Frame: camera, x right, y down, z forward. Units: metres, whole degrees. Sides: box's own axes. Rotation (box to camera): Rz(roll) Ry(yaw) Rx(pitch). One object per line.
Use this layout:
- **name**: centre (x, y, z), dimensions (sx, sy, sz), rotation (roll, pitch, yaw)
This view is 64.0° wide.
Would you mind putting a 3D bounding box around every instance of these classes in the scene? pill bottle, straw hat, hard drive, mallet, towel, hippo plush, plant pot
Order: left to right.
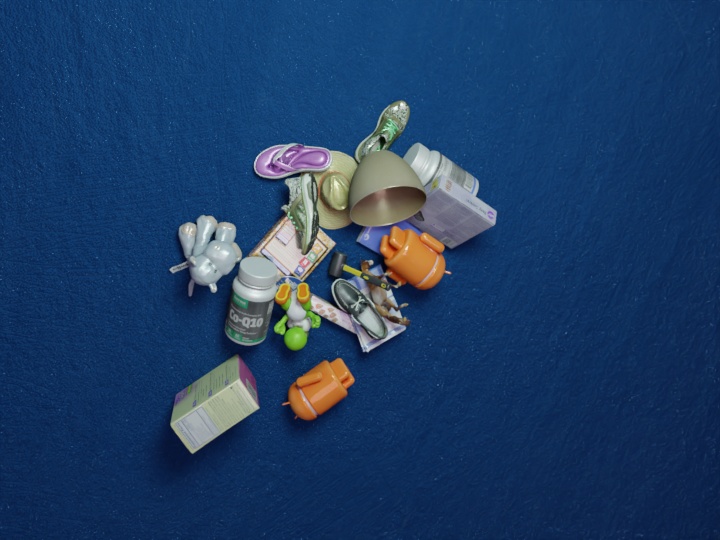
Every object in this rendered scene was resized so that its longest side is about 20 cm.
- **hippo plush**: centre (-0.381, -0.038, 1.392), dimensions (0.198, 0.161, 0.161), rotation (-35, 109, -5)
- **pill bottle**: centre (-0.272, 0.076, 1.443), dimensions (0.111, 0.114, 0.203), rotation (8, 119, -16)
- **straw hat**: centre (-0.062, -0.202, 1.480), dimensions (0.196, 0.085, 0.206), rotation (-3, 103, -14)
- **mallet**: centre (0.000, 0.000, 1.502), dimensions (0.041, 0.197, 0.067), rotation (5, 98, -56)
- **towel**: centre (0.035, 0.103, 1.578), dimensions (0.145, 0.024, 0.204), rotation (-25, 98, -21)
- **plant pot**: centre (0.055, -0.216, 1.433), dimensions (0.196, 0.201, 0.137), rotation (-8, 70, -13)
- **hard drive**: centre (0.104, -0.092, 1.580), dimensions (0.198, 0.025, 0.134), rotation (28, 94, -19)
- **pill bottle**: centre (0.206, -0.244, 1.527), dimensions (0.198, 0.114, 0.115), rotation (30, 94, -18)

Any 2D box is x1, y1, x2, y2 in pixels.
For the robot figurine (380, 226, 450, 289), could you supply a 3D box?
- **robot figurine**: centre (0.141, -0.028, 1.524), dimensions (0.199, 0.116, 0.145), rotation (35, 87, -18)

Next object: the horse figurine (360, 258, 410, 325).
- **horse figurine**: centre (0.065, 0.067, 1.529), dimensions (0.050, 0.131, 0.203), rotation (-35, 113, -34)

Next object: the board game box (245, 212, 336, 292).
- **board game box**: centre (-0.184, -0.048, 1.503), dimensions (0.151, 0.046, 0.200), rotation (43, 89, -19)

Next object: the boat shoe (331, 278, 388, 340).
- **boat shoe**: centre (0.003, 0.101, 1.520), dimensions (0.200, 0.060, 0.076), rotation (46, 73, -15)

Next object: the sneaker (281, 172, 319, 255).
- **sneaker**: centre (-0.153, -0.141, 1.438), dimensions (0.087, 0.077, 0.205), rotation (2, 99, 12)

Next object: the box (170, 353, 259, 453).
- **box**: centre (-0.369, 0.334, 1.470), dimensions (0.198, 0.176, 0.098), rotation (-33, 108, -6)

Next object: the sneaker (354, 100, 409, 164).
- **sneaker**: centre (0.067, -0.348, 1.480), dimensions (0.076, 0.089, 0.202), rotation (35, 91, -19)

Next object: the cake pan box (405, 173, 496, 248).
- **cake pan box**: centre (0.231, -0.146, 1.510), dimensions (0.198, 0.184, 0.053), rotation (29, 62, -17)

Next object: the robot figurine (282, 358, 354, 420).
- **robot figurine**: centre (-0.115, 0.325, 1.567), dimensions (0.198, 0.144, 0.118), rotation (-35, 86, -5)

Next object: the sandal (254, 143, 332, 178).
- **sandal**: centre (-0.169, -0.281, 1.435), dimensions (0.198, 0.050, 0.084), rotation (-8, 83, -1)

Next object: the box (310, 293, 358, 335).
- **box**: centre (-0.060, 0.125, 1.577), dimensions (0.198, 0.041, 0.039), rotation (30, 93, -18)

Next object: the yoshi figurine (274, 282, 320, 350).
- **yoshi figurine**: centre (-0.165, 0.132, 1.482), dimensions (0.111, 0.112, 0.202), rotation (-35, 145, -26)
